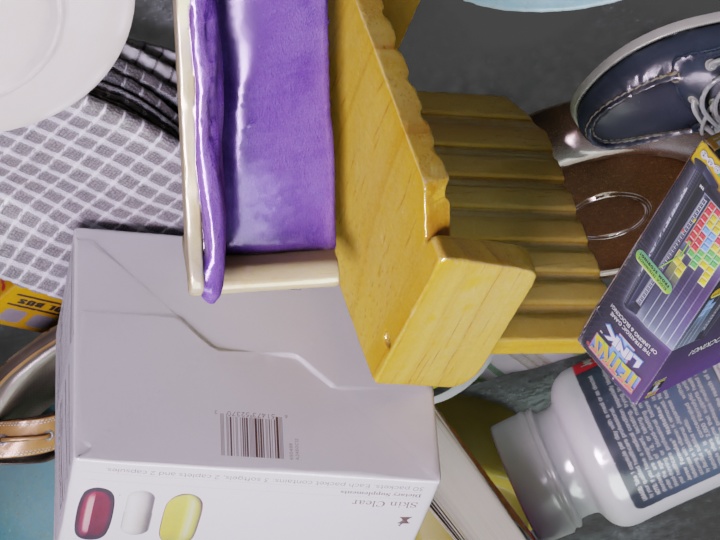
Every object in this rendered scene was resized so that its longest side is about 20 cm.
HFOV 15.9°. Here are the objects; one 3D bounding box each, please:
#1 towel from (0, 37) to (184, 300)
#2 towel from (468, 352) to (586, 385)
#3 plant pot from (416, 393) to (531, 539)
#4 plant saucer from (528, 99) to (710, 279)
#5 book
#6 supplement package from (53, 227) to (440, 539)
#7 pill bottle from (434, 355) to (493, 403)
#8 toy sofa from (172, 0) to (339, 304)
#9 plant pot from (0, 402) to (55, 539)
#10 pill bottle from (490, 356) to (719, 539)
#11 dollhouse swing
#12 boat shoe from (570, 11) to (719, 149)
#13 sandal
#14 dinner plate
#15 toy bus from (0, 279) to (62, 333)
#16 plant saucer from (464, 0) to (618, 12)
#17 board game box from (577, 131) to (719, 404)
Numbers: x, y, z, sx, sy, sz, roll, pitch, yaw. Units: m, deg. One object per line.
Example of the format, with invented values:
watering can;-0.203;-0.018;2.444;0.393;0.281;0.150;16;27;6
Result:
towel;-0.156;-0.058;1.444;0.200;0.086;0.166;21;138;-33
towel;0.068;0.046;1.735;0.199;0.031;0.149;-16;162;16
plant pot;0.042;0.217;1.886;0.200;0.189;0.201;-7;149;-4
plant saucer;0.154;-0.045;1.623;0.200;0.032;0.200;-8;150;-4
book;0.087;0.167;1.716;0.048;0.200;0.134;-40;149;3
supplement package;-0.068;0.076;1.439;0.199;0.156;0.111;4;144;-11
pill bottle;0.000;0.000;1.575;0.112;0.113;0.200;-21;148;20
toy sofa;-0.054;-0.087;1.329;0.083;0.098;0.201;-4;110;-7
plant pot;-0.162;0.128;1.686;0.200;0.200;0.188;14;130;-35
pill bottle;0.197;0.107;1.775;0.200;0.120;0.120;-25;149;4
dollhouse swing;0.069;-0.059;1.412;0.175;0.200;0.182;-7;151;-22
boat shoe;0.220;-0.109;1.492;0.199;0.062;0.075;-18;146;10
sandal;-0.211;0.101;1.557;0.200;0.055;0.082;-42;165;-2
dinner plate;-0.213;-0.142;1.291;0.199;0.024;0.201;2;130;2
toy bus;-0.137;0.009;1.600;0.200;0.065;0.078;14;144;-34
plant saucer;0.112;-0.207;1.323;0.200;0.039;0.201;-7;150;-4
board game box;0.232;-0.025;1.428;0.200;0.057;0.166;-23;151;-40
